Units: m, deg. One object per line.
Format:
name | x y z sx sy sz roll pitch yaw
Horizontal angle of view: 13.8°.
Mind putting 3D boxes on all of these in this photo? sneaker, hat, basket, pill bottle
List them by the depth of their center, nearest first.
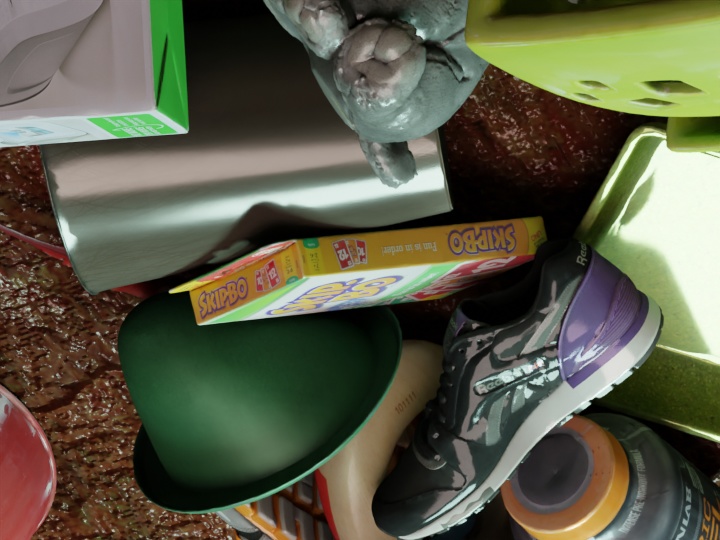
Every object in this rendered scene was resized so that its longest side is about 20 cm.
basket | -0.057 -0.072 1.566 0.199 0.136 0.180 -9 164 4
hat | -0.103 0.019 1.633 0.200 0.166 0.176 -24 122 16
sneaker | 0.066 0.060 1.643 0.200 0.076 0.088 -44 114 11
pill bottle | 0.153 0.148 1.723 0.106 0.106 0.200 -22 149 21
sneaker | -0.034 0.166 1.814 0.200 0.078 0.077 35 129 -26

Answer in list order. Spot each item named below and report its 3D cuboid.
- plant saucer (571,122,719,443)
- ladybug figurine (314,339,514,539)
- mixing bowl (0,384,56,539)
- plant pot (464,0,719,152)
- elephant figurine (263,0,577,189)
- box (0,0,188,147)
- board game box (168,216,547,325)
plant saucer | 0.206 0.005 1.674 0.199 0.048 0.200 17 130 -12
ladybug figurine | 0.029 0.125 1.751 0.072 0.136 0.200 13 136 44
mixing bowl | -0.290 0.153 1.796 0.200 0.109 0.200 2 132 3
plant pot | 0.187 -0.158 1.311 0.200 0.199 0.181 -3 157 39
elephant figurine | 0.058 -0.158 1.434 0.200 0.155 0.142 -36 88 -5
box | -0.181 -0.163 1.450 0.176 0.201 0.097 -3 176 6
board game box | 0.000 0.000 1.607 0.200 0.030 0.095 -3 166 -41
